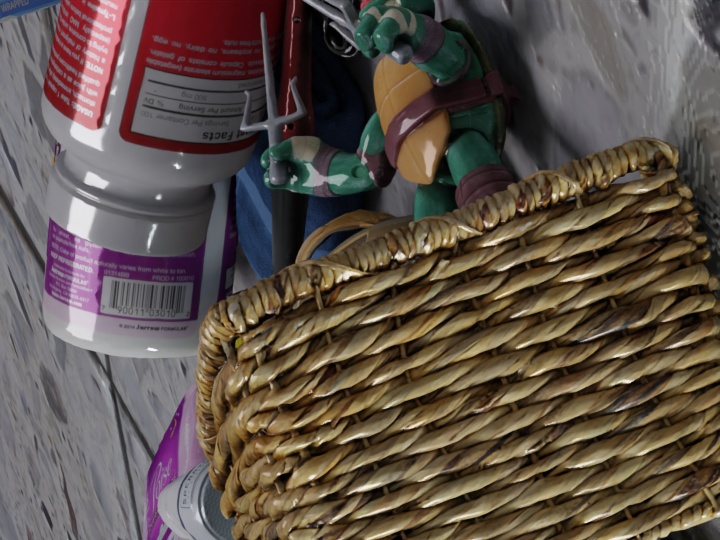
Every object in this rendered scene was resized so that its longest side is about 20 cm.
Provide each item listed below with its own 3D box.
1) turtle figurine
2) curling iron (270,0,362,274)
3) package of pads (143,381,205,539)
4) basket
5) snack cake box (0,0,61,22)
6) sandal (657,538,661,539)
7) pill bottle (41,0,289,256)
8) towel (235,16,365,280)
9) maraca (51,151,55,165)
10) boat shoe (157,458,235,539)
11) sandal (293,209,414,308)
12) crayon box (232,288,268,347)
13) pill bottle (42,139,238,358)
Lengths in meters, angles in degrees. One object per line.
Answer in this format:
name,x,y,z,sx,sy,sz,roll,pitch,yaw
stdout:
turtle figurine,0.021,-0.062,1.087,0.150,0.100,0.201,109,143,-57
curling iron,-0.027,-0.067,1.270,0.049,0.026,0.201,32,129,26
package of pads,-0.092,0.178,1.617,0.201,0.075,0.121,-93,24,-44
basket,0.037,0.045,0.987,0.150,0.199,0.143,69,165,-6
snack cake box,-0.188,-0.203,1.422,0.067,0.199,0.115,11,120,71
sandal,0.071,0.043,1.140,0.203,0.050,0.083,64,164,18
pill bottle,-0.096,-0.114,1.270,0.112,0.112,0.201,47,128,53
towel,-0.036,-0.048,1.386,0.112,0.048,0.200,58,160,34
maraca,-0.148,-0.063,1.628,0.137,0.107,0.201,-141,35,-62
boat shoe,-0.018,0.154,1.378,0.200,0.074,0.067,35,159,-22
sandal,0.000,0.000,1.289,0.200,0.080,0.054,119,138,-75
crayon box,-0.015,0.108,1.497,0.200,0.051,0.127,-128,24,-48
pill bottle,-0.122,-0.059,1.480,0.112,0.112,0.201,-145,58,-63
